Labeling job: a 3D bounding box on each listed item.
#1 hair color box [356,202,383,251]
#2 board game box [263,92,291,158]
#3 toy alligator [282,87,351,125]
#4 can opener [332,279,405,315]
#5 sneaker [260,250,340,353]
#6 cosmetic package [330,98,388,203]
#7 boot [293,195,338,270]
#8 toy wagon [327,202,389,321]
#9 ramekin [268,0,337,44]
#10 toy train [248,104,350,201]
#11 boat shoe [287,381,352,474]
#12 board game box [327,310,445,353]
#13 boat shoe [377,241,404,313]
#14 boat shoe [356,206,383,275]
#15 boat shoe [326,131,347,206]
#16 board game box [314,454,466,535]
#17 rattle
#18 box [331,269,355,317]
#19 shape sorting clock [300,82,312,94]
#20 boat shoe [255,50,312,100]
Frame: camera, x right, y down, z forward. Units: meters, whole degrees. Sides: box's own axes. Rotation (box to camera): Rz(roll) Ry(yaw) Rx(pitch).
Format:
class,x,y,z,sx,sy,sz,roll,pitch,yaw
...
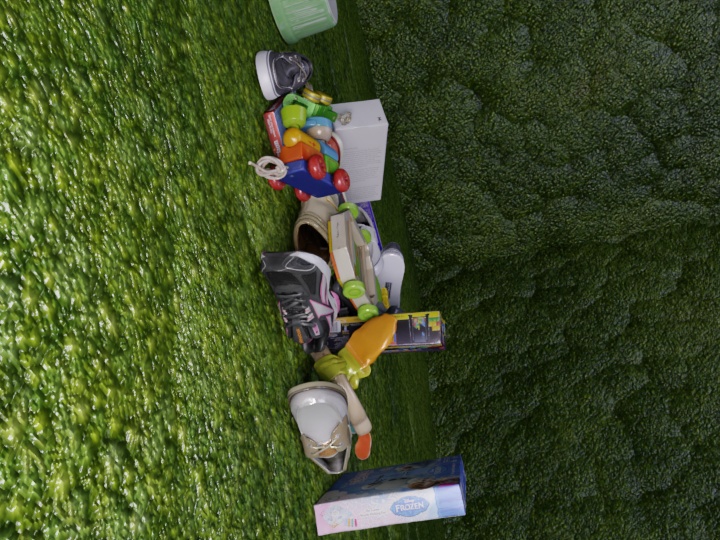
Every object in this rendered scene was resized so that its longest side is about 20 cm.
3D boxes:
class,x,y,z,sx,sy,sz,roll,pitch,yaw
hair color box,0.007,-0.062,1.364,0.110,0.064,0.202,85,-5,-49
board game box,-0.115,-0.222,1.022,0.201,0.019,0.105,-82,159,-65
toy alligator,-0.075,-0.258,1.023,0.060,0.054,0.199,-64,164,18
can opener,0.025,0.067,1.196,0.067,0.053,0.200,-57,133,-17
sneaker,-0.072,0.047,0.828,0.201,0.079,0.088,57,34,-56
cosmetic package,-0.009,-0.222,1.228,0.201,0.099,0.072,95,-16,-54
boot,-0.055,-0.041,1.036,0.157,0.071,0.202,-90,165,-51
toy wagon,0.000,0.000,0.991,0.201,0.039,0.157,61,20,-52
ramekin,-0.107,-0.520,1.144,0.200,0.096,0.204,-10,90,-82
toy train,-0.092,-0.176,0.883,0.199,0.083,0.118,17,66,-62
boat shoe,-0.043,0.206,0.829,0.201,0.073,0.069,69,8,-56
board game box,0.043,0.110,1.088,0.165,0.196,0.058,45,42,-74
boat shoe,0.047,0.039,1.269,0.068,0.070,0.203,-82,180,-61
boat shoe,-0.003,-0.055,1.207,0.201,0.072,0.066,-105,176,-59
boat shoe,-0.065,-0.140,1.102,0.063,0.070,0.202,-47,151,-39
board game box,0.051,0.317,0.917,0.200,0.195,0.044,32,46,-79
rattle,0.014,0.176,0.975,0.129,0.142,0.202,14,-41,56
box,-0.034,0.000,1.253,0.110,0.034,0.204,2,79,-82
shape sorting clock,-0.077,-0.255,1.183,0.200,0.038,0.204,-13,90,-89
boat shoe,-0.110,-0.307,0.989,0.200,0.065,0.071,-70,148,-73
